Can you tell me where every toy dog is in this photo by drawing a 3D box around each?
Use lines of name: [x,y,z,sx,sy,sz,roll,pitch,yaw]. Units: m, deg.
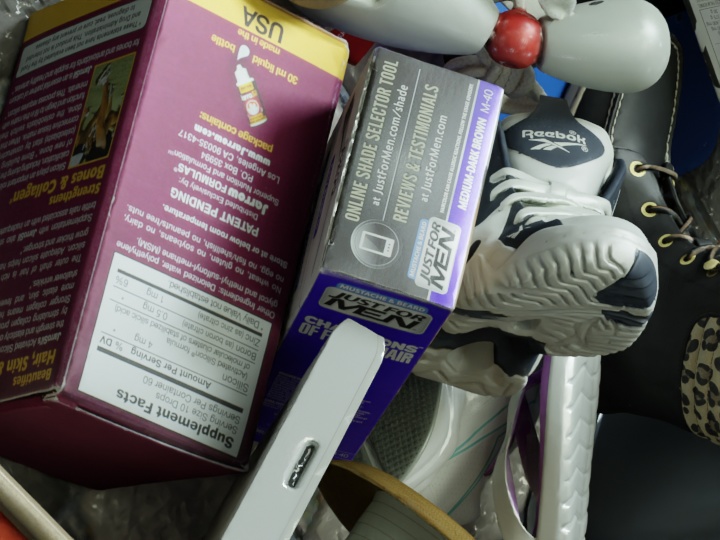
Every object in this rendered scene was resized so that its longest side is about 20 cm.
toy dog: [0.039,-0.143,1.211,0.199,0.132,0.097,15,79,-33]

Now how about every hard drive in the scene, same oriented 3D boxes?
hard drive: [-0.049,0.113,1.155,0.026,0.200,0.132,29,64,-1]

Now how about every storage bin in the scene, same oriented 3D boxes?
storage bin: [0.198,0.083,1.385,0.145,0.134,0.201,33,65,-29]

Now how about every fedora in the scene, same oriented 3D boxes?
fedora: [0.035,0.171,1.186,0.082,0.200,0.201,-45,111,-12]

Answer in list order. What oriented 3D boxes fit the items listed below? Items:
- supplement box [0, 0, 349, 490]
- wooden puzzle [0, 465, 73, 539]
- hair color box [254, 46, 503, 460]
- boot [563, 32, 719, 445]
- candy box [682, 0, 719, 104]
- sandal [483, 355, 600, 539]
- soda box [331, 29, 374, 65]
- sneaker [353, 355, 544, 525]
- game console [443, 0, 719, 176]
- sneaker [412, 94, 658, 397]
supplement box: [-0.098,-0.017,1.175,0.103,0.131,0.201,25,70,-31]
wooden puzzle: [-0.145,0.107,1.093,0.037,0.185,0.200,-42,110,-15]
hair color box: [0.000,0.000,1.196,0.064,0.200,0.110,16,64,-5]
boot: [0.156,-0.015,1.321,0.073,0.150,0.201,14,94,-43]
candy box: [0.218,-0.138,1.381,0.201,0.061,0.137,67,31,-24]
sandal: [0.081,0.105,1.283,0.082,0.049,0.204,-16,111,-78]
soda box: [0.030,-0.199,1.275,0.063,0.070,0.200,35,100,-30]
sneaker: [0.061,0.033,1.322,0.080,0.070,0.201,34,84,-44]
game console: [0.089,-0.125,1.406,0.199,0.118,0.172,-22,128,-37]
sneaker: [0.082,-0.027,1.191,0.079,0.199,0.130,15,72,-8]
